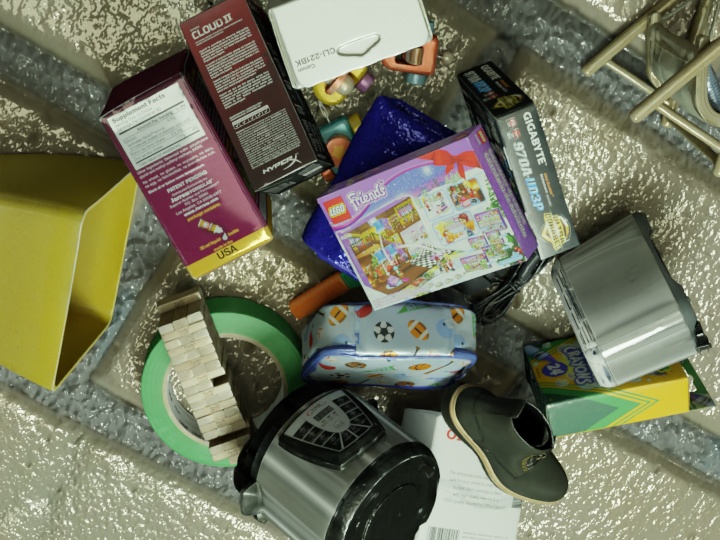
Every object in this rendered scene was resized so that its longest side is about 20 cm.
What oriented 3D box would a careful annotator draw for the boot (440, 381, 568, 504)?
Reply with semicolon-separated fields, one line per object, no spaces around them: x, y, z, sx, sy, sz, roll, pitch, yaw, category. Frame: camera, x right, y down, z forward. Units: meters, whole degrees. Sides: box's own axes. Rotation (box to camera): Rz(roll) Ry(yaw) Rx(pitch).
0.192;0.206;1.375;0.199;0.138;0.078;39;73;-24;boot

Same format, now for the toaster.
0.300;0.042;1.389;0.128;0.202;0.114;-26;142;10;toaster

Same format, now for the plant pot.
-0.360;-0.022;1.317;0.174;0.200;0.203;16;110;2;plant pot

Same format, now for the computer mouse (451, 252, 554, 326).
0.123;-0.030;1.418;0.199;0.053;0.139;38;105;-17;computer mouse

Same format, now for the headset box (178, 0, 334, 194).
-0.106;-0.185;1.262;0.076;0.149;0.202;-26;91;6;headset box

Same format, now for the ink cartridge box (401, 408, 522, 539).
0.112;0.273;1.458;0.144;0.084;0.203;14;84;-29;ink cartridge box

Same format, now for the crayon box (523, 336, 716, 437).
0.302;0.124;1.451;0.197;0.126;0.052;-10;119;-1;crayon box

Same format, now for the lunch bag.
0.034;0.091;1.404;0.197;0.160;0.077;5;67;-15;lunch bag

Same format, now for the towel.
0.036;-0.072;1.328;0.146;0.050;0.201;28;117;-4;towel

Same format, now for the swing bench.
0.355;-0.237;1.276;0.129;0.199;0.201;29;108;-15;swing bench

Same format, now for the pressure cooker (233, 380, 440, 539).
-0.035;0.224;1.364;0.175;0.199;0.180;25;97;-54;pressure cooker

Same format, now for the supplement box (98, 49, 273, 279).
-0.181;-0.115;1.318;0.102;0.131;0.202;-25;111;6;supplement box

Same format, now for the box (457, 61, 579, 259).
0.163;-0.121;1.304;0.045;0.200;0.161;-21;112;1;box

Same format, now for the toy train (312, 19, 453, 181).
0.015;-0.178;1.343;0.148;0.056;0.203;11;110;-3;toy train

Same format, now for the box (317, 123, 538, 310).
0.066;-0.050;1.261;0.198;0.039;0.138;-19;105;36;box

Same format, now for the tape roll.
-0.159;0.133;1.461;0.197;0.048;0.203;-2;111;-4;tape roll

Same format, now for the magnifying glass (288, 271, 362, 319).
0.000;0.000;1.410;0.199;0.022;0.080;-32;105;22;magnifying glass

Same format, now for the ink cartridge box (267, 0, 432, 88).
-0.015;-0.263;1.235;0.142;0.200;0.085;-19;113;3;ink cartridge box

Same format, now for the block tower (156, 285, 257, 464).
-0.173;0.124;1.401;0.053;0.058;0.202;-19;111;2;block tower
